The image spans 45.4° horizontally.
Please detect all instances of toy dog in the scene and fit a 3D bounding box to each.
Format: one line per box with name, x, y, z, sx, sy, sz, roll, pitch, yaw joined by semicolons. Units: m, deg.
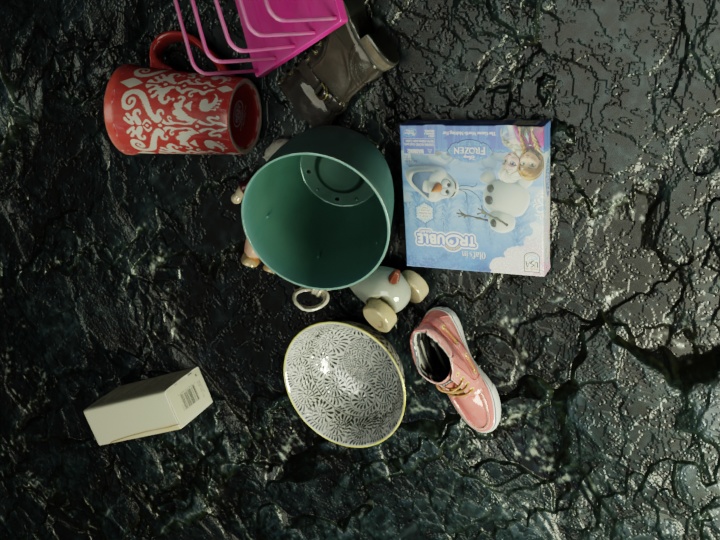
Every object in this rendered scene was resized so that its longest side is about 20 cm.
toy dog;0.000;0.000;1.230;0.197;0.133;0.097;15;143;12

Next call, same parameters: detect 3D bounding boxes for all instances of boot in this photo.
boot;-0.057;-0.301;1.176;0.173;0.069;0.201;-33;89;35

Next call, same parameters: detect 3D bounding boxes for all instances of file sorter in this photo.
file sorter;-0.139;-0.350;1.118;0.199;0.125;0.141;-16;89;49

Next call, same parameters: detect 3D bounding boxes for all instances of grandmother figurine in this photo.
grandmother figurine;-0.134;-0.102;1.293;0.120;0.061;0.202;13;113;-9

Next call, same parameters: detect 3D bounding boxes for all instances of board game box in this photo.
board game box;0.154;-0.099;1.158;0.198;0.043;0.202;4;111;25

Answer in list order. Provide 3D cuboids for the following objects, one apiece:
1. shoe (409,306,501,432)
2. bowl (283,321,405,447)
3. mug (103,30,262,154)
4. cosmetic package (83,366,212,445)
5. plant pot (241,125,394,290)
shoe;0.133;0.156;1.231;0.071;0.091;0.202;-21;98;30
bowl;-0.007;0.154;1.296;0.198;0.094;0.203;10;113;24
mug;-0.256;-0.251;1.256;0.197;0.133;0.180;7;113;20
cosmetic package;-0.369;0.236;1.498;0.198;0.103;0.074;-17;101;31
plant pot;-0.043;-0.103;1.168;0.198;0.162;0.203;7;125;10
